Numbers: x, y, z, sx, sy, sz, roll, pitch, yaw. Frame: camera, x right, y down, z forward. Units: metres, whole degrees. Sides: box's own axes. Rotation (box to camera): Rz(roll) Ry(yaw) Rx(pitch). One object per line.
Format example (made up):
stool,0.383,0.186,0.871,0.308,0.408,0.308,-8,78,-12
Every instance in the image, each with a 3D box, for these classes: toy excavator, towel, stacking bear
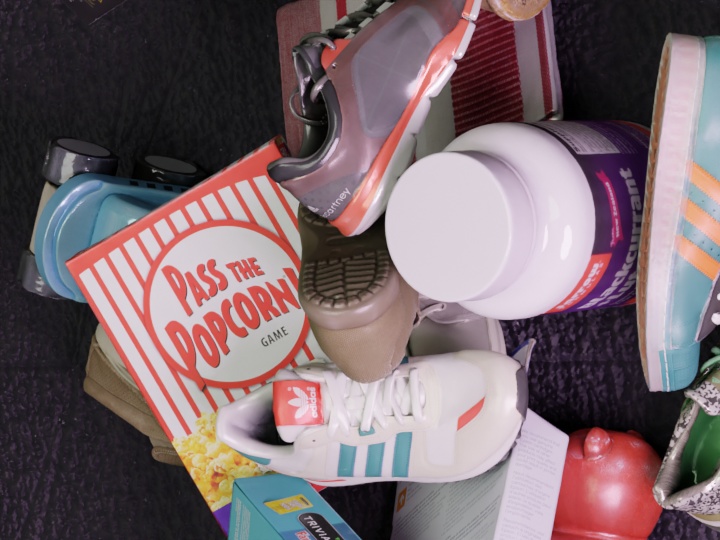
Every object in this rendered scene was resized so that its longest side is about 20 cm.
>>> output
toy excavator,-0.101,0.001,1.792,0.200,0.194,0.100,39,116,57
towel,0.035,-0.127,1.733,0.200,0.023,0.144,-18,67,33
stacking bear,0.132,0.191,1.657,0.114,0.121,0.200,7,90,36

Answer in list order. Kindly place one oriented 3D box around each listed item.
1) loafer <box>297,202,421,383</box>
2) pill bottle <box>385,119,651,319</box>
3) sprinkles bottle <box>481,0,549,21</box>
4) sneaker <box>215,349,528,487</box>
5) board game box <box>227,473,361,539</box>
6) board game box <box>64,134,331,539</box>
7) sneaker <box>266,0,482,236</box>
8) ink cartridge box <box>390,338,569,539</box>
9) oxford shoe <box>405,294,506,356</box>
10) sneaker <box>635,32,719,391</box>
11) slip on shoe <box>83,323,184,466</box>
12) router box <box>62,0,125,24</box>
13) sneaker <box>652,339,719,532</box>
loafer,0.000,0.000,1.620,0.076,0.200,0.068,-3,116,11
pill bottle,0.102,-0.029,1.601,0.111,0.200,0.112,3,95,34
sprinkles bottle,0.030,-0.206,1.702,0.200,0.068,0.068,23,106,40
sneaker,0.002,0.084,1.605,0.200,0.093,0.070,-12,72,43
board game box,-0.021,0.230,1.639,0.200,0.047,0.151,42,131,54
board game box,-0.064,0.041,1.720,0.151,0.046,0.200,-30,94,8
sneaker,0.007,-0.123,1.580,0.200,0.082,0.077,-68,16,-15
ink cartridge box,0.060,0.167,1.658,0.200,0.041,0.200,132,155,-56
oxford shoe,0.040,0.026,1.682,0.075,0.058,0.200,-50,37,34
sneaker,0.197,-0.028,1.550,0.080,0.071,0.200,5,100,0
slip on shoe,-0.108,0.102,1.825,0.200,0.076,0.061,37,106,28
router box,-0.111,-0.262,1.746,0.157,0.200,0.052,-29,121,31
sneaker,0.222,0.061,1.593,0.077,0.089,0.200,27,105,29
